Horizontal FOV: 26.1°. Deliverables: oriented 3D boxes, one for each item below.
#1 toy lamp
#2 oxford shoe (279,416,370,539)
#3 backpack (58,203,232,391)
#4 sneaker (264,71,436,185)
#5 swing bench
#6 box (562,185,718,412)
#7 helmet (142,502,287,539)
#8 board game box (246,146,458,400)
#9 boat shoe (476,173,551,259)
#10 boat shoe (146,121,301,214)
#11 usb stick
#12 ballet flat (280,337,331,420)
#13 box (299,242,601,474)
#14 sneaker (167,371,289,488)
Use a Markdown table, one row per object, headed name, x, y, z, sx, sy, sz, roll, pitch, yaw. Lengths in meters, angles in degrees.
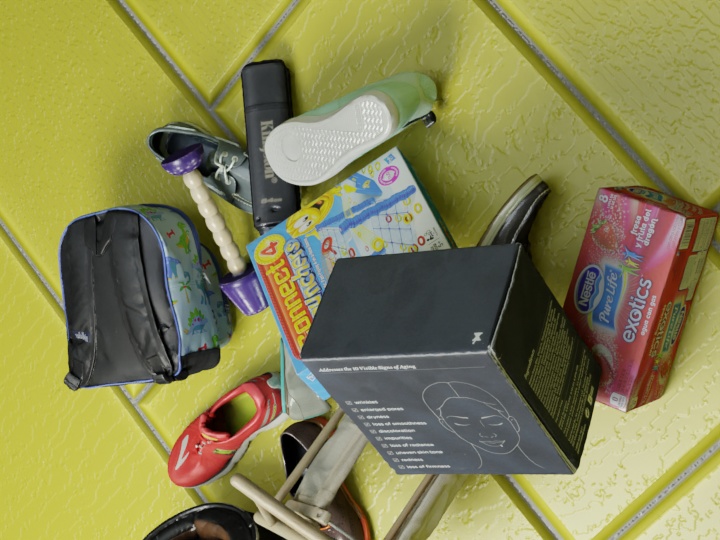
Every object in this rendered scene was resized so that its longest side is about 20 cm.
| name | x | y | z | sx | sy | sz | roll | pitch | yaw |
| --- | --- | --- | --- | --- | --- | --- | --- | --- | --- |
| toy lamp | -0.157 | -0.042 | 1.738 | 0.058 | 0.058 | 0.200 | -16 | 107 | 31 |
| oxford shoe | -0.046 | 0.264 | 1.716 | 0.071 | 0.073 | 0.200 | -24 | 82 | 30 |
| backpack | -0.250 | 0.024 | 1.776 | 0.183 | 0.147 | 0.200 | -7 | 95 | 31 |
| sneaker | -0.005 | -0.151 | 1.646 | 0.200 | 0.118 | 0.074 | -18 | 99 | 43 |
| swing bench | 0.010 | 0.206 | 1.597 | 0.200 | 0.130 | 0.199 | 28 | 70 | 23 |
| box | 0.261 | 0.025 | 1.497 | 0.095 | 0.100 | 0.200 | 22 | 105 | 28 |
| helmet | -0.149 | 0.371 | 1.719 | 0.200 | 0.200 | 0.191 | 5 | 139 | 31 |
| board game box | 0.000 | 0.000 | 1.593 | 0.196 | 0.056 | 0.200 | -33 | 47 | 8 |
| boat shoe | 0.147 | -0.005 | 1.587 | 0.065 | 0.073 | 0.200 | 35 | 115 | 13 |
| boat shoe | -0.158 | -0.114 | 1.760 | 0.200 | 0.062 | 0.073 | 28 | 105 | 25 |
| usb stick | -0.098 | -0.136 | 1.712 | 0.055 | 0.033 | 0.200 | -5 | 78 | -3 |
| ballet flat | -0.067 | 0.065 | 1.726 | 0.064 | 0.067 | 0.200 | -9 | 82 | 2 |
| box | 0.086 | 0.086 | 1.422 | 0.200 | 0.197 | 0.124 | -4 | 51 | 33 |
| sneaker | -0.164 | 0.180 | 1.774 | 0.200 | 0.085 | 0.077 | -44 | 71 | 25 |
